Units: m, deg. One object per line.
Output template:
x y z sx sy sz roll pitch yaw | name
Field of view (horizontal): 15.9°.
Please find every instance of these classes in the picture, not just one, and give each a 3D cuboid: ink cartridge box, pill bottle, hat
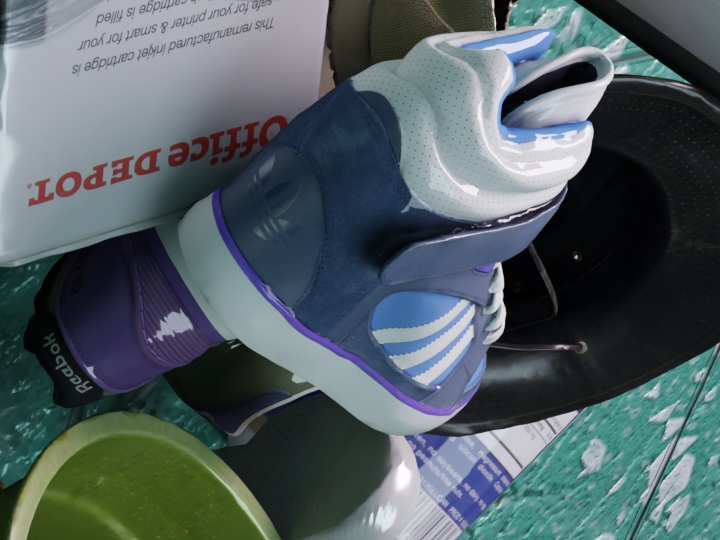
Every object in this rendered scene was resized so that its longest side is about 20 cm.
-0.084 -0.118 0.844 0.147 0.083 0.200 -17 125 -40 | ink cartridge box
0.044 0.046 1.189 0.200 0.111 0.111 -45 149 -4 | pill bottle
0.064 -0.024 1.038 0.200 0.081 0.201 -5 131 -5 | hat

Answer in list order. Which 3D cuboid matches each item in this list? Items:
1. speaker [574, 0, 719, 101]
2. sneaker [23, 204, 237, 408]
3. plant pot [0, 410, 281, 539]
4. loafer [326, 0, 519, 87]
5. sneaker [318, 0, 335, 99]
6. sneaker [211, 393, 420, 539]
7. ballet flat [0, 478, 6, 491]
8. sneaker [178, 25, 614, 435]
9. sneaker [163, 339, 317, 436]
0.134 -0.122 1.027 0.081 0.200 0.081 -32 145 -27 | speaker
-0.086 0.000 0.976 0.088 0.076 0.200 -31 -174 5 | sneaker
-0.140 0.173 0.950 0.190 0.200 0.200 -19 159 26 | plant pot
0.045 -0.135 0.957 0.076 0.067 0.200 71 32 -57 | loafer
-0.012 -0.096 1.006 0.076 0.070 0.200 -34 148 -31 | sneaker
-0.015 0.108 1.073 0.088 0.200 0.075 34 66 -19 | sneaker
-0.166 0.108 1.043 0.071 0.071 0.200 -38 148 -16 | ballet flat
0.040 -0.017 0.902 0.146 0.081 0.200 -34 154 15 | sneaker
0.000 0.000 1.117 0.200 0.067 0.090 -30 134 -15 | sneaker
